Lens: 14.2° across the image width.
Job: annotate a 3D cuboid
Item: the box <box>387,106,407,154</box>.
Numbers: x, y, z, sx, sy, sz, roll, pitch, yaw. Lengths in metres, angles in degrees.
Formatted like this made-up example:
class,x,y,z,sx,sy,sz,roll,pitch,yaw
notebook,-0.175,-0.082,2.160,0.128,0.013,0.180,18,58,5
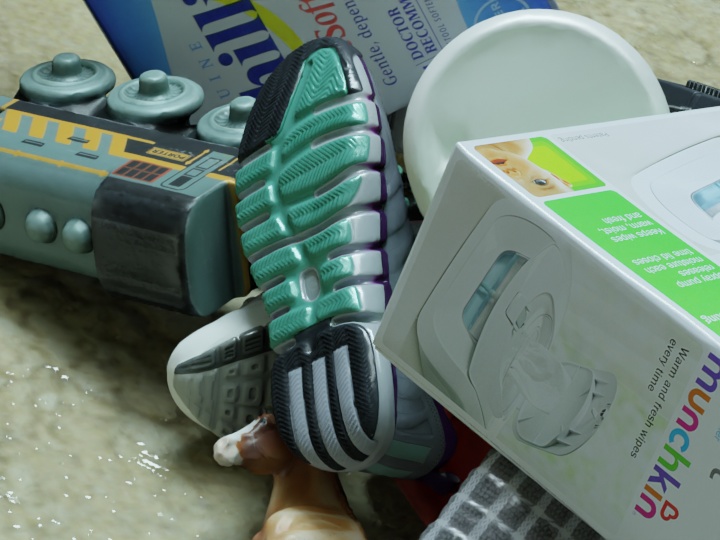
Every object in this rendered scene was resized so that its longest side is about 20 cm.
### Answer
class,x,y,z,sx,sy,sz,roll,pitch,yaw
box,0.114,-0.066,1.482,0.200,0.036,0.144,3,9,-28

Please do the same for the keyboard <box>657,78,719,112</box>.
class,x,y,z,sx,sy,sz,roll,pitch,yaw
keyboard,0.184,-0.086,1.500,0.127,0.021,0.200,8,6,-9

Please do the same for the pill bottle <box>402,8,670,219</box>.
class,x,y,z,sx,sy,sz,roll,pitch,yaw
pill bottle,0.078,-0.045,1.258,0.113,0.113,0.200,21,-2,4

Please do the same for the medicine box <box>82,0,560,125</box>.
class,x,y,z,sx,sy,sz,roll,pitch,yaw
medicine box,-0.032,-0.165,1.413,0.200,0.182,0.103,-26,36,6

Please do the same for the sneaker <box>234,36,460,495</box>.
class,x,y,z,sx,sy,sz,roll,pitch,yaw
sneaker,0.000,0.000,1.239,0.088,0.074,0.200,26,53,-47

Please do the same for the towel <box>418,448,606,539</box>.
class,x,y,z,sx,sy,sz,roll,pitch,yaw
towel,0.059,0.176,1.019,0.166,0.086,0.200,30,72,28

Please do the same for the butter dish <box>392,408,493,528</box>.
class,x,y,z,sx,sy,sz,roll,pitch,yaw
butter dish,0.137,0.075,1.238,0.199,0.148,0.200,-2,37,-30

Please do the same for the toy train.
class,x,y,z,sx,sy,sz,roll,pitch,yaw
toy train,-0.112,-0.040,1.324,0.200,0.085,0.114,15,31,30

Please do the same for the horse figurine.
class,x,y,z,sx,sy,sz,roll,pitch,yaw
horse figurine,-0.006,0.141,1.160,0.200,0.050,0.133,32,38,25

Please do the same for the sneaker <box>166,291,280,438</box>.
class,x,y,z,sx,sy,sz,roll,pitch,yaw
sneaker,-0.019,0.033,1.315,0.087,0.075,0.200,26,24,35

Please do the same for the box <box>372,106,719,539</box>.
class,x,y,z,sx,sy,sz,roll,pitch,yaw
box,0.140,0.028,1.071,0.200,0.097,0.176,-9,39,-46

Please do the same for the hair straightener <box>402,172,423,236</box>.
class,x,y,z,sx,sy,sz,roll,pitch,yaw
hair straightener,0.011,-0.026,1.442,0.200,0.041,0.077,-10,35,-29
